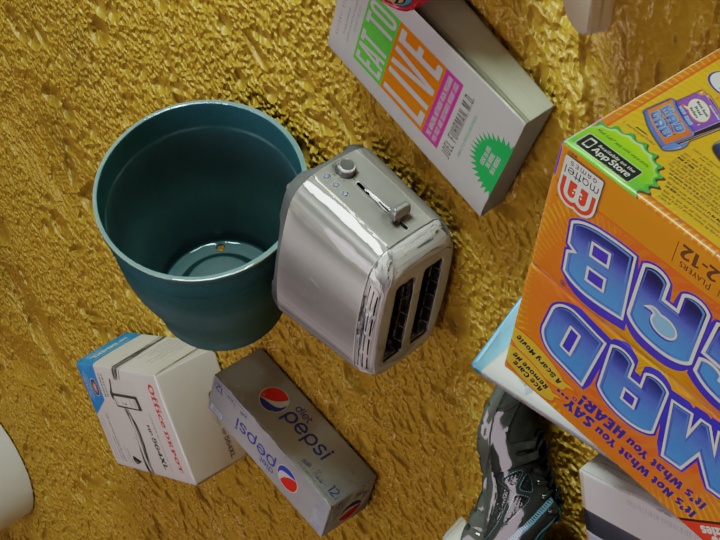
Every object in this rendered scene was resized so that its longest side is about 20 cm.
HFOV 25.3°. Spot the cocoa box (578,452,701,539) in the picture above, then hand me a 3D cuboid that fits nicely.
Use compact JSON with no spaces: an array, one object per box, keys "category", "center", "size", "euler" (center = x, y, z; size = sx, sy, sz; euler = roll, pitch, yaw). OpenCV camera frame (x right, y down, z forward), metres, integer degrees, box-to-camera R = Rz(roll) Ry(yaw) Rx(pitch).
[{"category":"cocoa box","center":[0.275,0.198,1.154],"size":[0.199,0.133,0.132],"euler":[23,133,44]}]

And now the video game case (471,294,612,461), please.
[{"category":"video game case","center":[0.194,0.061,1.166],"size":[0.199,0.144,0.018],"euler":[32,171,38]}]

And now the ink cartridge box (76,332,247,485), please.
[{"category":"ink cartridge box","center":[-0.235,0.160,1.894],"size":[0.199,0.084,0.147],"euler":[2,116,55]}]

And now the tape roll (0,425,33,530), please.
[{"category":"tape roll","center":[-0.603,0.315,2.549],"size":[0.202,0.070,0.204],"euler":[35,140,36]}]

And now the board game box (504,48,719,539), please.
[{"category":"board game box","center":[0.241,0.009,0.993],"size":[0.200,0.199,0.201],"euler":[41,144,28]}]

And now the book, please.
[{"category":"book","center":[0.059,-0.156,1.277],"size":[0.200,0.048,0.134],"euler":[49,150,16]}]

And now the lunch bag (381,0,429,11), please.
[{"category":"lunch bag","center":[0.021,-0.311,1.169],"size":[0.201,0.082,0.177],"euler":[52,146,16]}]

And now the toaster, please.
[{"category":"toaster","center":[0.000,0.000,1.412],"size":[0.129,0.113,0.201],"euler":[40,141,26]}]

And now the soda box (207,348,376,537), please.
[{"category":"soda box","center":[-0.074,0.180,1.697],"size":[0.200,0.068,0.064],"euler":[45,144,23]}]

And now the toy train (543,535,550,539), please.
[{"category":"toy train","center":[0.163,0.324,1.471],"size":[0.113,0.085,0.201],"euler":[33,137,17]}]

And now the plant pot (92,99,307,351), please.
[{"category":"plant pot","center":[-0.141,-0.024,1.533],"size":[0.200,0.199,0.189],"euler":[43,158,26]}]

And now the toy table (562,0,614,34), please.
[{"category":"toy table","center":[0.129,-0.252,0.996],"size":[0.117,0.182,0.201],"euler":[52,160,45]}]

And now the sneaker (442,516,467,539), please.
[{"category":"sneaker","center":[0.096,0.312,1.562],"size":[0.077,0.078,0.201],"euler":[36,148,23]}]

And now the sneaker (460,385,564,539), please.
[{"category":"sneaker","center":[0.141,0.175,1.373],"size":[0.081,0.073,0.202],"euler":[13,107,25]}]
